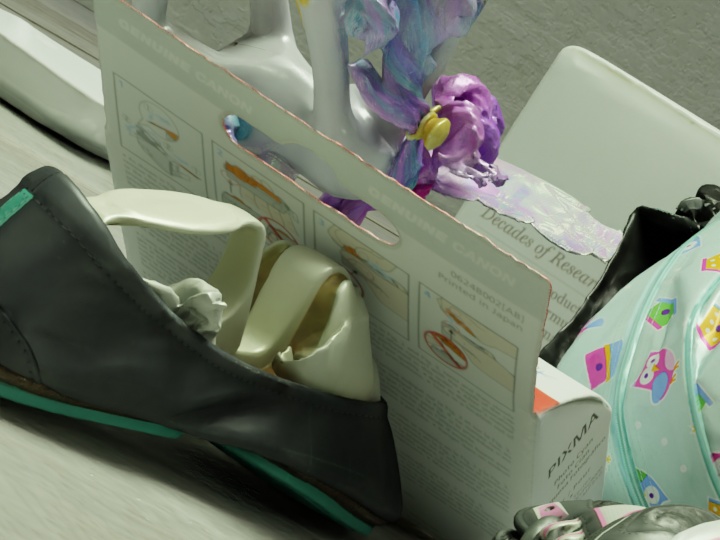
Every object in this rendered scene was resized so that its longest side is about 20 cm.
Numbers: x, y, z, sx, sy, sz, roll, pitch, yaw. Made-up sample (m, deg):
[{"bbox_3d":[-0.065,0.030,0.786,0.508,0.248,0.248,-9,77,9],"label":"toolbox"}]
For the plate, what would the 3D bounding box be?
[{"bbox_3d":[-0.170,-0.103,1.533,0.200,0.032,0.200,34,3,24],"label":"plate"}]

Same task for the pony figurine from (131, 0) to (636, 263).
[{"bbox_3d":[-0.007,-0.047,1.033,0.193,0.200,0.167,28,43,24],"label":"pony figurine"}]

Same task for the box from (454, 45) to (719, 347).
[{"bbox_3d":[0.151,0.039,1.216,0.200,0.171,0.199,34,5,27],"label":"box"}]

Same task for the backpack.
[{"bbox_3d":[0.146,0.045,0.977,0.200,0.127,0.167,-26,87,-54],"label":"backpack"}]

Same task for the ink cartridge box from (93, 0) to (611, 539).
[{"bbox_3d":[0.000,0.000,0.836,0.160,0.047,0.200,34,-25,19],"label":"ink cartridge box"}]

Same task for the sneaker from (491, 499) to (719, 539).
[{"bbox_3d":[0.062,0.092,0.700,0.086,0.080,0.200,21,-8,18],"label":"sneaker"}]

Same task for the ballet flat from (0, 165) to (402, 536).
[{"bbox_3d":[-0.036,0.020,0.755,0.073,0.073,0.200,35,4,38],"label":"ballet flat"}]
